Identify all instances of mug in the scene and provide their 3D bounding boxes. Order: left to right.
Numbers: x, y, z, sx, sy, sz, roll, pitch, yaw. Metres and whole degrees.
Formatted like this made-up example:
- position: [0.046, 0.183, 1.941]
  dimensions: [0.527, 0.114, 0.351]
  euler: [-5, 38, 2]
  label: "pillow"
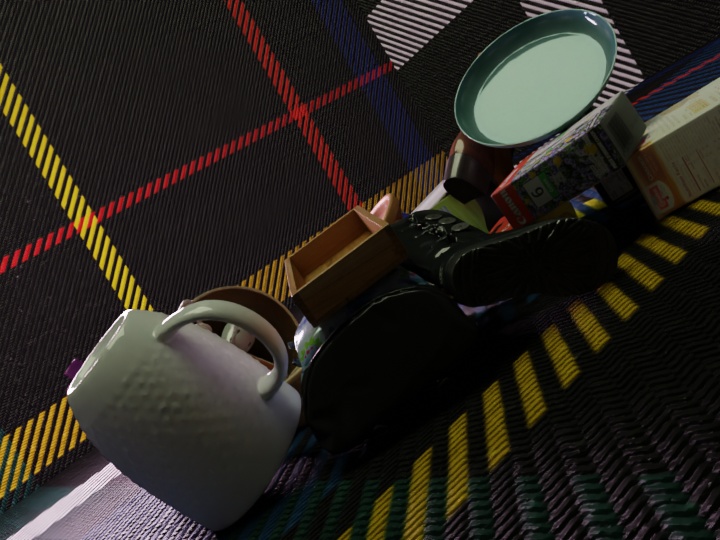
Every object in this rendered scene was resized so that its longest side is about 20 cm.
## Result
- position: [-0.147, 0.106, 0.643]
  dimensions: [0.200, 0.174, 0.149]
  euler: [-43, 20, 25]
  label: "mug"

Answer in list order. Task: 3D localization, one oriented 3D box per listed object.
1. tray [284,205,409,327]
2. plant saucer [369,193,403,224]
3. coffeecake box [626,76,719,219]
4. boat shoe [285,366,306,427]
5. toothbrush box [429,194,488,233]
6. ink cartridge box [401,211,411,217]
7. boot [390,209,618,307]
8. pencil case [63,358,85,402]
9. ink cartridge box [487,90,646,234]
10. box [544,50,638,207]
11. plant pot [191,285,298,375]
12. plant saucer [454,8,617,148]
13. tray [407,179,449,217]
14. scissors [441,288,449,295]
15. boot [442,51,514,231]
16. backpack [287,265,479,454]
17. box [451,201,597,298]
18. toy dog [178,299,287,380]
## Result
- position: [-0.020, -0.010, 0.675]
  dimensions: [0.098, 0.037, 0.200]
  euler: [-36, 13, -1]
  label: "tray"
- position: [0.000, 0.000, 0.903]
  dimensions: [0.202, 0.037, 0.201]
  euler: [-58, 9, 15]
  label: "plant saucer"
- position: [0.367, -0.147, 0.728]
  dimensions: [0.198, 0.074, 0.154]
  euler: [-31, 6, 24]
  label: "coffeecake box"
- position: [-0.015, 0.098, 0.835]
  dimensions: [0.198, 0.074, 0.069]
  euler: [-34, 10, 0]
  label: "boat shoe"
- position: [0.110, -0.028, 1.043]
  dimensions: [0.199, 0.086, 0.146]
  euler: [-37, -11, -33]
  label: "toothbrush box"
- position: [0.032, 0.003, 1.144]
  dimensions: [0.202, 0.039, 0.099]
  euler: [-59, -22, 14]
  label: "ink cartridge box"
- position: [0.120, -0.021, 0.690]
  dimensions: [0.161, 0.067, 0.200]
  euler: [-6, 9, -15]
  label: "boot"
- position: [-0.225, 0.168, 0.780]
  dimensions: [0.091, 0.202, 0.086]
  euler: [7, 49, 37]
  label: "pencil case"
- position: [0.190, -0.096, 0.753]
  dimensions: [0.199, 0.051, 0.109]
  euler: [-34, 6, 41]
  label: "ink cartridge box"
- position: [0.292, -0.191, 0.956]
  dimensions: [0.049, 0.202, 0.158]
  euler: [-33, 2, 23]
  label: "box"
- position: [-0.187, 0.148, 1.027]
  dimensions: [0.185, 0.187, 0.200]
  euler: [-34, -10, -30]
  label: "plant pot"
- position: [0.202, -0.217, 0.839]
  dimensions: [0.197, 0.027, 0.203]
  euler: [-24, 46, 26]
  label: "plant saucer"
- position: [0.133, -0.121, 1.051]
  dimensions: [0.200, 0.022, 0.107]
  euler: [-46, -10, 26]
  label: "tray"
- position: [0.086, 0.021, 0.779]
  dimensions: [0.195, 0.014, 0.073]
  euler: [-4, -2, -2]
  label: "scissors"
- position: [0.194, -0.154, 0.951]
  dimensions: [0.068, 0.186, 0.203]
  euler: [-20, 45, 56]
  label: "boot"
- position: [0.013, 0.065, 0.673]
  dimensions: [0.162, 0.155, 0.200]
  euler: [-38, -10, 3]
  label: "backpack"
- position: [0.174, -0.021, 0.860]
  dimensions: [0.116, 0.049, 0.199]
  euler: [-25, 0, -39]
  label: "box"
- position: [-0.136, 0.110, 0.843]
  dimensions: [0.095, 0.132, 0.202]
  euler: [-29, 47, 14]
  label: "toy dog"
